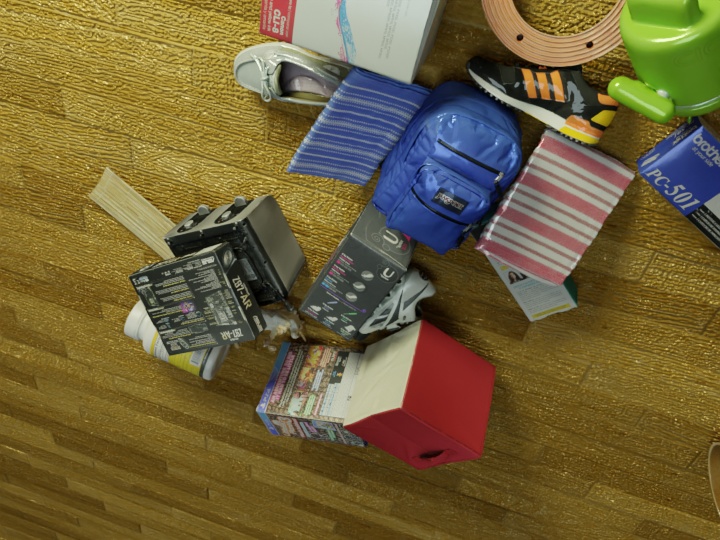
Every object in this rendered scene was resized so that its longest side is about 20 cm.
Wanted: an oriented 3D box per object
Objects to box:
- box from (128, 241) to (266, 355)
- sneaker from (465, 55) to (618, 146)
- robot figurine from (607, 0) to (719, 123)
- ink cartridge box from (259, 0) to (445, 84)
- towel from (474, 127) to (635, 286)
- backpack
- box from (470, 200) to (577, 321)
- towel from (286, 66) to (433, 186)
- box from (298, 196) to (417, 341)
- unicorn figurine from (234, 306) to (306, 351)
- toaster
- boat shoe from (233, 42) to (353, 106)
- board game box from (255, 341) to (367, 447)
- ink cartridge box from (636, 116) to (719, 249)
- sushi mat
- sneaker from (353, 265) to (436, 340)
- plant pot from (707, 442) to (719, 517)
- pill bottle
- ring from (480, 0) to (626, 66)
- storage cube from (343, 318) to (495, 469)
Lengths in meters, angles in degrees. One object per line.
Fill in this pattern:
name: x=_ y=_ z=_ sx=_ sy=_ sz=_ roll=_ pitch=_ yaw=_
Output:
box: x=-0.273 y=0.052 z=1.035 sx=0.199 sy=0.044 sz=0.161 roll=-14 pitch=108 yaw=29
sneaker: x=0.235 y=-0.241 z=0.792 sx=0.200 sy=0.070 sz=0.090 roll=28 pitch=114 yaw=-1
robot figurine: x=0.356 y=-0.248 z=0.674 sx=0.116 sy=0.176 sz=0.200 roll=31 pitch=178 yaw=44
ink cartridge box: x=0.004 y=-0.340 z=0.738 sx=0.199 sy=0.146 sz=0.145 roll=20 pitch=131 yaw=5
towel: x=0.270 y=-0.085 z=0.875 sx=0.146 sy=0.030 sz=0.200 roll=24 pitch=111 yaw=-11
backpack: x=0.128 y=-0.134 z=0.842 sx=0.162 sy=0.168 sz=0.200 roll=23 pitch=131 yaw=-15
box: x=0.255 y=-0.016 z=0.961 sx=0.082 sy=0.049 sz=0.200 roll=-23 pitch=116 yaw=32
towel: x=0.000 y=-0.196 z=0.879 sx=0.144 sy=0.024 sz=0.200 roll=4 pitch=143 yaw=-36
box: x=0.000 y=0.000 z=1.020 sx=0.106 sy=0.122 sz=0.200 roll=32 pitch=131 yaw=-5
unicorn figurine: x=-0.175 y=0.099 z=1.145 sx=0.199 sy=0.137 sz=0.074 roll=25 pitch=109 yaw=-13
toaster: x=-0.209 y=-0.024 z=1.082 sx=0.180 sy=0.119 sz=0.200 roll=-10 pitch=122 yaw=27
boat shoe: x=-0.091 y=-0.271 z=0.880 sx=0.201 sy=0.065 sz=0.075 roll=15 pitch=130 yaw=9
board game box: x=-0.073 y=0.237 z=1.199 sx=0.199 sy=0.160 sz=0.097 roll=3 pitch=140 yaw=19
ink cartridge box: x=0.471 y=-0.103 z=0.817 sx=0.200 sy=0.044 sz=0.094 roll=38 pitch=128 yaw=-11
sushi mat: x=-0.414 y=-0.100 z=1.167 sx=0.200 sy=0.012 sz=0.096 roll=42 pitch=127 yaw=-15
sneaker: x=0.059 y=0.076 z=1.089 sx=0.088 sy=0.074 sz=0.200 roll=34 pitch=130 yaw=-6
plant pot: x=0.718 y=0.371 z=1.024 sx=0.199 sy=0.187 sz=0.187 roll=-8 pitch=124 yaw=9
pill bottle: x=-0.373 y=0.135 z=1.273 sx=0.199 sy=0.111 sz=0.112 roll=25 pitch=131 yaw=1
ring: x=0.239 y=-0.341 z=0.716 sx=0.199 sy=0.019 sz=0.201 roll=7 pitch=118 yaw=13
storage cube: x=0.105 y=0.220 z=1.088 sx=0.179 sy=0.201 sz=0.171 roll=33 pitch=142 yaw=-21
